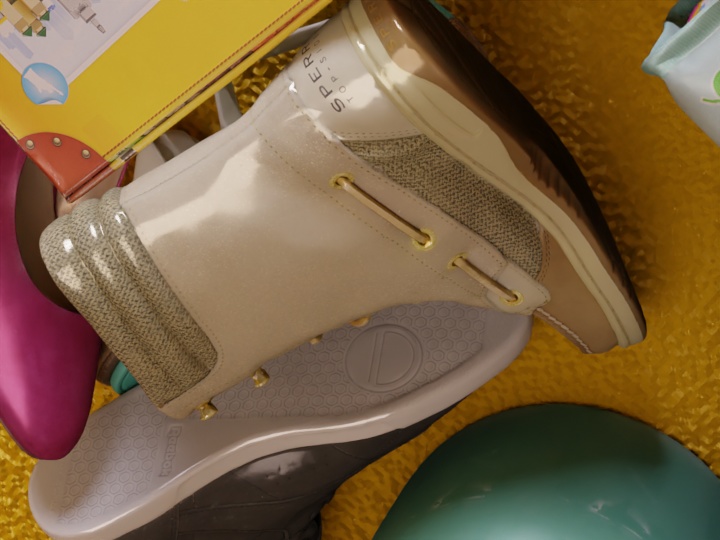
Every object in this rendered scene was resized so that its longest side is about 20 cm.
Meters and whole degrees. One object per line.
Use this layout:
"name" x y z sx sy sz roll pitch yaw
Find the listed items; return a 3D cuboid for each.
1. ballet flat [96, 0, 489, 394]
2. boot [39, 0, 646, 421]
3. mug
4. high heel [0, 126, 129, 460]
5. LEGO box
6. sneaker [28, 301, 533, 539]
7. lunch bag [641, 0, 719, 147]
"ballet flat" -0.039 -0.037 0.909 0.200 0.068 0.073 -41 76 28
"boot" 0.000 0.000 0.845 0.154 0.072 0.200 -34 140 12
"mug" 0.058 0.152 0.924 0.152 0.114 0.185 40 118 -2
"high heel" -0.094 -0.036 0.890 0.095 0.067 0.202 -10 74 30
"LEGO box" -0.065 -0.139 0.777 0.199 0.077 0.149 -34 105 33
"sneaker" -0.019 0.068 0.948 0.199 0.071 0.099 -26 141 3
"lunch bag" 0.214 -0.085 0.770 0.170 0.122 0.200 44 110 -2
